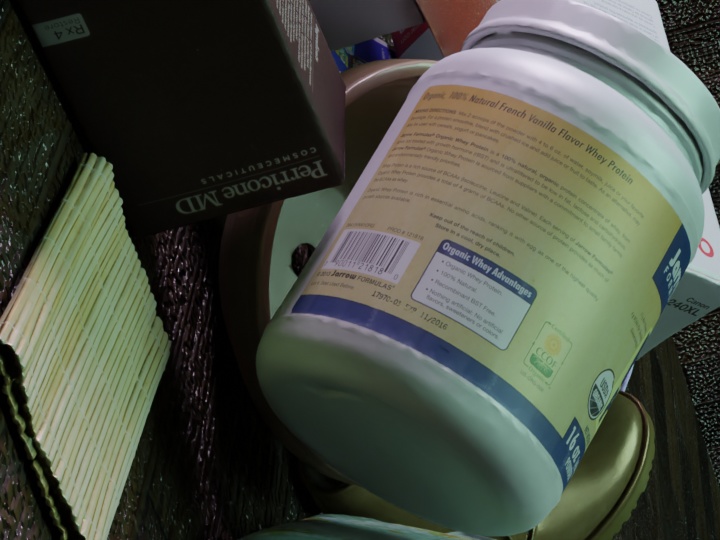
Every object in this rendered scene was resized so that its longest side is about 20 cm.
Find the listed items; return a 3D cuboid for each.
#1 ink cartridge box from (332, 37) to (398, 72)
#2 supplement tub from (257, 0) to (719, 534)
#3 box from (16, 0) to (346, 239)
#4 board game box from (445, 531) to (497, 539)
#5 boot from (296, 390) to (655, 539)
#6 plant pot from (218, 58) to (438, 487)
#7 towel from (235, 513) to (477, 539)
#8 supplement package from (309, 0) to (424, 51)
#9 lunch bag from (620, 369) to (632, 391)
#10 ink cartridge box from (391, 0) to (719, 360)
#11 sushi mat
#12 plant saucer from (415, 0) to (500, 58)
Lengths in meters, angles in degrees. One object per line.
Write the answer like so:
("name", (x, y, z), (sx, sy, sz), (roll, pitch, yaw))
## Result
("ink cartridge box", (0.011, -0.076, 1.523), (0.199, 0.039, 0.100), (26, 41, -33))
("supplement tub", (0.060, -0.003, 1.238), (0.201, 0.144, 0.145), (-59, 148, -20))
("box", (-0.083, -0.117, 1.180), (0.075, 0.100, 0.200), (-91, 162, -48))
("board game box", (0.093, 0.195, 1.291), (0.200, 0.199, 0.026), (-42, 141, -56))
("boot", (0.068, 0.093, 1.493), (0.176, 0.066, 0.200), (-57, 140, -17))
("plant pot", (0.000, 0.000, 1.354), (0.200, 0.092, 0.202), (-5, 97, -42))
("towel", (0.046, 0.145, 1.242), (0.171, 0.199, 0.048), (15, 85, -78))
("supplement package", (-0.044, -0.207, 1.442), (0.201, 0.121, 0.120), (-91, 161, -51))
("lunch bag", (0.112, 0.066, 1.872), (0.170, 0.126, 0.201), (-52, 133, -74))
("ink cartridge box", (0.104, -0.067, 1.516), (0.145, 0.083, 0.201), (21, 45, -37))
("sushi mat", (-0.104, 0.030, 1.100), (0.200, 0.012, 0.096), (-78, 152, -68))
("plant saucer", (0.026, -0.220, 1.398), (0.200, 0.037, 0.201), (61, 17, -47))
